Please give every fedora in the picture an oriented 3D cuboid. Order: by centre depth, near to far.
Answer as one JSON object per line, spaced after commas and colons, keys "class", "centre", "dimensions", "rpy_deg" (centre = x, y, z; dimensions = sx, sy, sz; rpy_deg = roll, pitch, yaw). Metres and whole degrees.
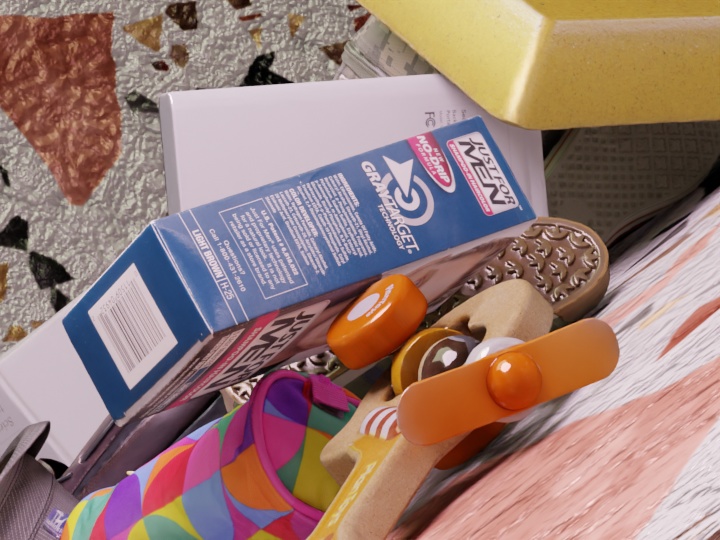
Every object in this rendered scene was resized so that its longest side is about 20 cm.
{"class": "fedora", "centre": [-0.178, 0.172, 1.532], "dimensions": [0.177, 0.090, 0.200], "rpy_deg": [-62, 7, -12]}

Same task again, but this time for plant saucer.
{"class": "plant saucer", "centre": [0.115, -0.141, 1.557], "dimensions": [0.200, 0.200, 0.048], "rpy_deg": [-5, -59, -31]}

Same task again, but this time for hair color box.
{"class": "hair color box", "centre": [-0.026, -0.001, 1.335], "dimensions": [0.200, 0.061, 0.100], "rpy_deg": [-20, -14, -39]}

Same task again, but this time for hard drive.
{"class": "hard drive", "centre": [0.000, -0.031, 1.502], "dimensions": [0.200, 0.132, 0.027], "rpy_deg": [-5, 1, -21]}

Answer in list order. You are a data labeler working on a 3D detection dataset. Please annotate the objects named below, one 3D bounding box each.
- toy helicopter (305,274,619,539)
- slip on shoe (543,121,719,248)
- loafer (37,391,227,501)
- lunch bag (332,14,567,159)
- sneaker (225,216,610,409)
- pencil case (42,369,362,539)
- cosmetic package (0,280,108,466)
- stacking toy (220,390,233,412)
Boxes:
{"class": "toy helicopter", "centre": [0.025, 0.073, 1.211], "dimensions": [0.132, 0.079, 0.200], "rpy_deg": [-23, 23, 44]}
{"class": "slip on shoe", "centre": [0.126, -0.041, 1.607], "dimensions": [0.200, 0.074, 0.061], "rpy_deg": [-44, 2, -22]}
{"class": "loafer", "centre": [-0.153, 0.114, 1.656], "dimensions": [0.200, 0.063, 0.072], "rpy_deg": [-41, 5, -1]}
{"class": "lunch bag", "centre": [0.060, -0.062, 1.696], "dimensions": [0.168, 0.139, 0.200], "rpy_deg": [-52, -24, 14]}
{"class": "sneaker", "centre": [0.030, 0.041, 1.469], "dimensions": [0.200, 0.067, 0.090], "rpy_deg": [-21, -33, -7]}
{"class": "pencil case", "centre": [-0.070, 0.112, 1.410], "dimensions": [0.200, 0.088, 0.088], "rpy_deg": [-31, 7, 47]}
{"class": "cosmetic package", "centre": [-0.170, 0.109, 1.918], "dimensions": [0.165, 0.165, 0.200], "rpy_deg": [-37, 3, 44]}
{"class": "stacking toy", "centre": [0.000, 0.000, 1.564], "dimensions": [0.200, 0.146, 0.146], "rpy_deg": [-37, 3, 0]}
